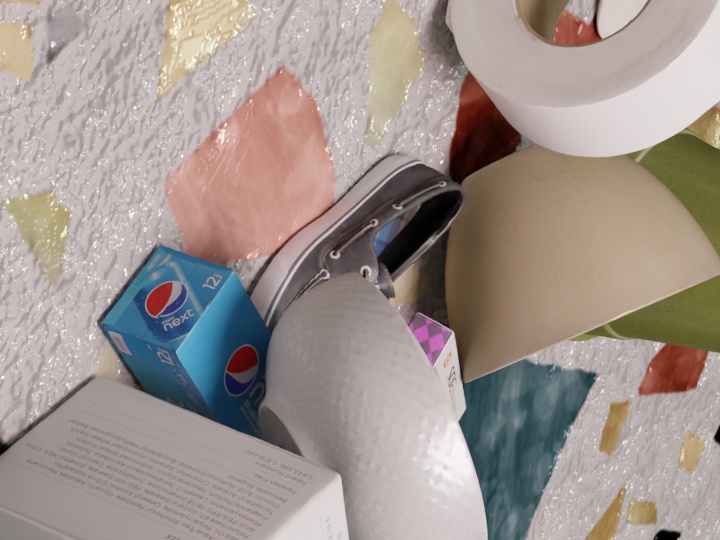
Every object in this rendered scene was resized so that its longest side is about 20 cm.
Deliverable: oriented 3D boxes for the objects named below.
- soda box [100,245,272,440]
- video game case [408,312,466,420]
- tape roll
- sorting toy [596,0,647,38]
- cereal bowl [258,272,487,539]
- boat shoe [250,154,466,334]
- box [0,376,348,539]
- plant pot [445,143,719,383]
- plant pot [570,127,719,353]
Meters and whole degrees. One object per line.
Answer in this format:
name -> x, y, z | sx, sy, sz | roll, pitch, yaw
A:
soda box -> -0.086, 0.075, 1.651 | 0.068, 0.064, 0.200 | -55, 144, -23
video game case -> 0.009, 0.146, 1.795 | 0.200, 0.036, 0.181 | -59, 166, -15
tape roll -> 0.163, -0.179, 1.749 | 0.203, 0.202, 0.071 | -61, 145, -12
sorting toy -> 0.252, -0.248, 1.950 | 0.200, 0.107, 0.180 | -5, 130, -53
cereal bowl -> -0.004, 0.108, 1.575 | 0.083, 0.200, 0.201 | -24, 130, -16
boat shoe -> 0.000, 0.000, 1.731 | 0.200, 0.066, 0.070 | -44, 138, -33
box -> -0.114, 0.201, 1.560 | 0.131, 0.200, 0.200 | -40, 136, -39
plant pot -> 0.140, -0.021, 1.835 | 0.200, 0.200, 0.135 | -19, 85, -49
plant pot -> 0.266, -0.012, 1.985 | 0.200, 0.190, 0.201 | -31, 131, -43
